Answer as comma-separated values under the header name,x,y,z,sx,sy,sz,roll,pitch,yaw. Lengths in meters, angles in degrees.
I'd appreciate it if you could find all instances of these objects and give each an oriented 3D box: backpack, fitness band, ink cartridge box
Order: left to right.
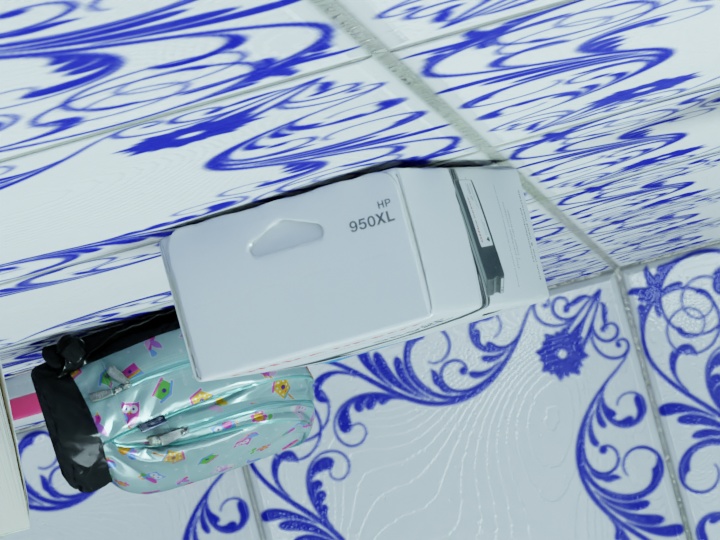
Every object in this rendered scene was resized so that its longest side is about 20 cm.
name,x,y,z,sx,sy,sz,roll,pitch,yaw
fitness band,-0.272,0.106,2.557,0.200,0.038,0.144,-15,177,21
backpack,-0.136,0.094,2.219,0.199,0.127,0.167,-18,174,-7
ink cartridge box,0.000,0.000,1.635,0.144,0.084,0.200,-17,176,21

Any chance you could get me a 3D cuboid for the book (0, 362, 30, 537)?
name,x,y,z,sx,sy,sz,roll,pitch,yaw
book,-0.275,0.112,1.844,0.048,0.134,0.200,-13,176,-34
